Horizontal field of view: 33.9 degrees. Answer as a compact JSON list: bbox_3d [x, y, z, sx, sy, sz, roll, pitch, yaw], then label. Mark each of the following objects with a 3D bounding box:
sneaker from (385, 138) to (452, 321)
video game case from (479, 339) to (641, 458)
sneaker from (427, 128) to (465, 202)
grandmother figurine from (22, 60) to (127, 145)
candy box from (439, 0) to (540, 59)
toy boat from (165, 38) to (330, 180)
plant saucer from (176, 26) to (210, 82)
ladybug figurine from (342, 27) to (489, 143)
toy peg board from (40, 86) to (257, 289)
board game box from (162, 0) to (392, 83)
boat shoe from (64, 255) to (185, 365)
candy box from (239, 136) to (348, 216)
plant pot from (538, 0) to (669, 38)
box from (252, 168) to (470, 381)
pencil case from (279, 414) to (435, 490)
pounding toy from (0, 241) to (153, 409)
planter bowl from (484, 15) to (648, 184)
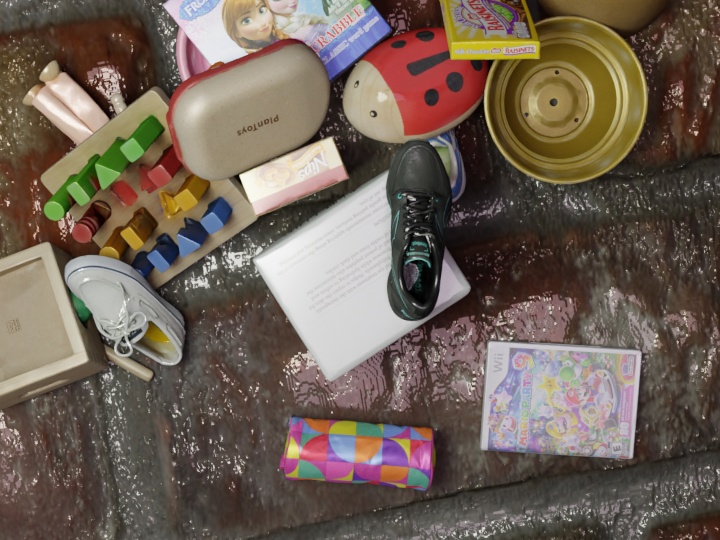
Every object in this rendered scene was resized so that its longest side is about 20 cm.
[{"bbox_3d":[0.068,-0.044,1.287,0.075,0.079,0.201,-1,91,-4],"label":"sneaker"},{"bbox_3d":[0.259,0.167,1.533,0.199,0.018,0.144,4,96,-1],"label":"video game case"},{"bbox_3d":[0.086,-0.180,1.471,0.075,0.077,0.201,-22,92,3],"label":"sneaker"},{"bbox_3d":[-0.327,-0.164,1.477,0.200,0.061,0.121,41,121,-2],"label":"grandmother figurine"},{"bbox_3d":[0.150,-0.300,1.406,0.102,0.200,0.027,-3,123,0],"label":"candy box"},{"bbox_3d":[-0.137,-0.200,1.361,0.199,0.131,0.131,-25,135,-17],"label":"toy boat"},{"bbox_3d":[-0.127,-0.272,1.474,0.199,0.051,0.202,0,95,0],"label":"plant saucer"},{"bbox_3d":[0.073,-0.230,1.414,0.199,0.072,0.136,-30,77,-18],"label":"ladybug figurine"},{"bbox_3d":[-0.263,-0.075,1.417,0.200,0.098,0.199,-32,108,23],"label":"toy peg board"},{"bbox_3d":[-0.099,-0.303,1.425,0.200,0.041,0.200,-40,94,4],"label":"board game box"},{"bbox_3d":[-0.281,0.062,1.430,0.074,0.202,0.086,-25,50,14],"label":"boat shoe"},{"bbox_3d":[-0.076,-0.113,1.413,0.115,0.200,0.056,-23,95,1],"label":"candy box"},{"bbox_3d":[0.310,-0.374,1.395,0.185,0.200,0.188,0,95,-2],"label":"plant pot"},{"bbox_3d":[0.000,0.000,1.425,0.198,0.200,0.172,-33,93,1],"label":"box"},{"bbox_3d":[-0.004,0.233,1.506,0.199,0.088,0.089,5,95,1],"label":"pencil case"},{"bbox_3d":[-0.391,0.079,1.475,0.199,0.142,0.185,-21,81,-1],"label":"pounding toy"},{"bbox_3d":[0.246,-0.209,1.465,0.199,0.083,0.202,0,96,-2],"label":"planter bowl"}]
